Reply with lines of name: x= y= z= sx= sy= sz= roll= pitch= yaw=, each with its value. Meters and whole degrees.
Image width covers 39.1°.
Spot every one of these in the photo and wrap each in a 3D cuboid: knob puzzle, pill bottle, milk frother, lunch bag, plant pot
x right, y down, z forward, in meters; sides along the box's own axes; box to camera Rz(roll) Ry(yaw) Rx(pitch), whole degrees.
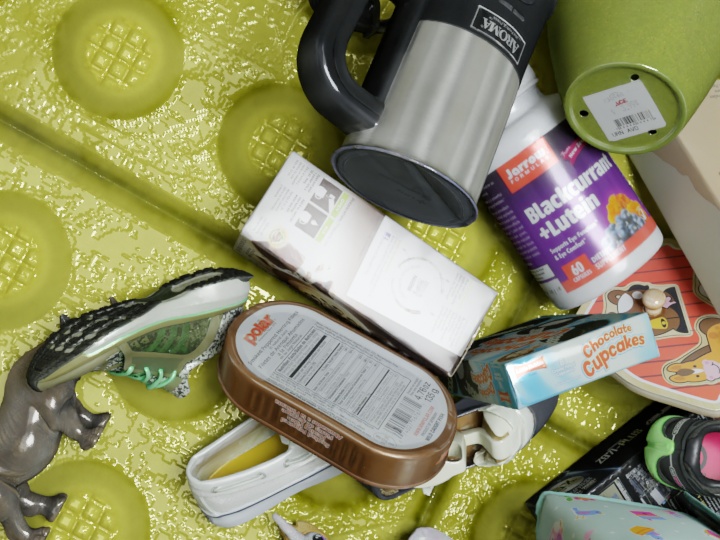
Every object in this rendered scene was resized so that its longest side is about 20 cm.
knob puzzle: x=0.277 y=0.036 z=0.859 sx=0.215 sy=0.031 sz=0.222 roll=-7 pitch=44 yaw=7
pill bottle: x=0.159 y=-0.078 z=0.867 sx=0.111 sy=0.111 sz=0.201 roll=-35 pitch=92 yaw=-11
milk frother: x=0.027 y=-0.149 z=0.796 sx=0.178 sy=0.200 sz=0.191 roll=26 pitch=74 yaw=-10
lunch bag: x=0.241 y=0.237 z=0.739 sx=0.196 sy=0.170 sz=0.124 roll=8 pitch=92 yaw=-9
plant pot: x=0.226 y=-0.198 z=0.815 sx=0.185 sy=0.188 sz=0.202 roll=25 pitch=55 yaw=-8

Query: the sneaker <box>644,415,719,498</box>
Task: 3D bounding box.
sneaker: x=0.326 y=0.160 z=0.804 sx=0.196 sy=0.084 sz=0.078 roll=6 pitch=85 yaw=-10

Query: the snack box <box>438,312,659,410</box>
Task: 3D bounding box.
snack box: x=0.138 y=0.068 z=0.805 sx=0.114 sy=0.200 sz=0.038 roll=-19 pitch=91 yaw=-11

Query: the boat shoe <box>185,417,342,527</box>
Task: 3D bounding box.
boat shoe: x=-0.053 y=0.122 z=0.818 sx=0.200 sy=0.075 sz=0.087 roll=-28 pitch=134 yaw=-7

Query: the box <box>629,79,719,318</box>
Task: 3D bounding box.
box: x=0.313 y=-0.065 z=0.861 sx=0.093 sy=0.078 sz=0.202 roll=-9 pitch=51 yaw=-12

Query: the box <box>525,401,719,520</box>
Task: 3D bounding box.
box: x=0.268 y=0.241 z=0.874 sx=0.163 sy=0.086 sz=0.202 roll=-34 pitch=92 yaw=-11

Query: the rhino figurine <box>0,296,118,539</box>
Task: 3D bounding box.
rhino figurine: x=-0.244 y=0.111 z=0.803 sx=0.087 sy=0.060 sz=0.202 roll=28 pitch=79 yaw=-9

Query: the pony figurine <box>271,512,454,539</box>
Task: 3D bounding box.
pony figurine: x=0.026 y=0.266 z=0.793 sx=0.193 sy=0.199 sz=0.167 roll=44 pitch=72 yaw=-20

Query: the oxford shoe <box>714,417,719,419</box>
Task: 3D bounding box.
oxford shoe: x=0.333 y=0.126 z=0.911 sx=0.070 sy=0.075 sz=0.202 roll=-28 pitch=72 yaw=9

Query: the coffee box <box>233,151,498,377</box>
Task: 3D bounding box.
coffee box: x=0.000 y=0.000 z=0.830 sx=0.198 sy=0.113 sz=0.081 roll=34 pitch=80 yaw=-6

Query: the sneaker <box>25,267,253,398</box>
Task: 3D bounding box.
sneaker: x=-0.161 y=0.066 z=0.796 sx=0.198 sy=0.076 sz=0.090 roll=-23 pitch=107 yaw=-34

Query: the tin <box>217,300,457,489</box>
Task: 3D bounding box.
tin: x=-0.017 y=0.091 z=0.785 sx=0.198 sy=0.112 sz=0.042 roll=27 pitch=124 yaw=12

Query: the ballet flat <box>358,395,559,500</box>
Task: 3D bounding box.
ballet flat: x=0.088 y=0.145 z=0.855 sx=0.197 sy=0.073 sz=0.074 roll=-16 pitch=88 yaw=-11
